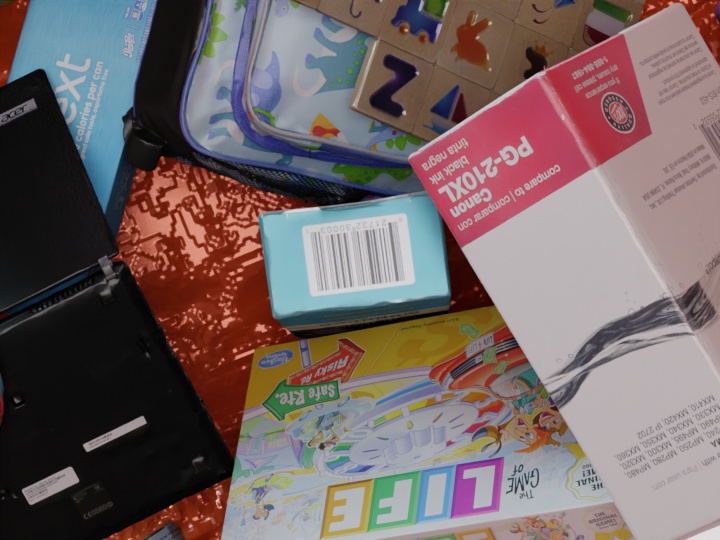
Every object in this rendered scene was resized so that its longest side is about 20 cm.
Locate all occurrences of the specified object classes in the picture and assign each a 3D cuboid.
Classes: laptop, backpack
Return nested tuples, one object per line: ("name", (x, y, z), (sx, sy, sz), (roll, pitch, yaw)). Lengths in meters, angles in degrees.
("laptop", (-0.185, 0.039, 1.270), (0.177, 0.103, 0.200), (-26, 114, 2))
("backpack", (0.011, -0.117, 1.246), (0.200, 0.147, 0.184), (12, 90, -24))

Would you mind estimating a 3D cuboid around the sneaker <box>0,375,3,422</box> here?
("sneaker", (-0.202, 0.111, 1.188), (0.079, 0.096, 0.201), (1, 112, -13))

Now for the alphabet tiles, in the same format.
("alphabet tiles", (0.048, -0.140, 1.174), (0.200, 0.008, 0.168), (21, 85, -31))

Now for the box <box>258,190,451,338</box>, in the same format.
("box", (0.000, 0.000, 1.232), (0.082, 0.200, 0.049), (-7, 86, 1))

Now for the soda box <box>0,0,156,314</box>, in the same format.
("soda box", (-0.145, -0.073, 1.308), (0.068, 0.064, 0.201), (16, 88, 3))

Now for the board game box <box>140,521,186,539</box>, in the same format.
("board game box", (-0.150, 0.224, 1.298), (0.200, 0.062, 0.200), (-35, 88, 0))

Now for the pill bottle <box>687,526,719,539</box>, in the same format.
("pill bottle", (0.173, 0.151, 1.221), (0.115, 0.200, 0.116), (0, 88, 2))

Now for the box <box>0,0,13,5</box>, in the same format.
("box", (-0.215, -0.235, 1.287), (0.048, 0.122, 0.201), (-12, 88, -5))

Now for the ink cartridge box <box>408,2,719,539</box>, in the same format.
("ink cartridge box", (0.131, 0.001, 1.121), (0.084, 0.145, 0.200), (-31, 89, 35))

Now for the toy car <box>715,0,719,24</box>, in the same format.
("toy car", (0.223, -0.080, 1.267), (0.150, 0.175, 0.200), (36, 89, 39))

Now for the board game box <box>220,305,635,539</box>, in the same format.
("board game box", (0.039, 0.079, 1.207), (0.199, 0.034, 0.135), (-11, 43, 18))
